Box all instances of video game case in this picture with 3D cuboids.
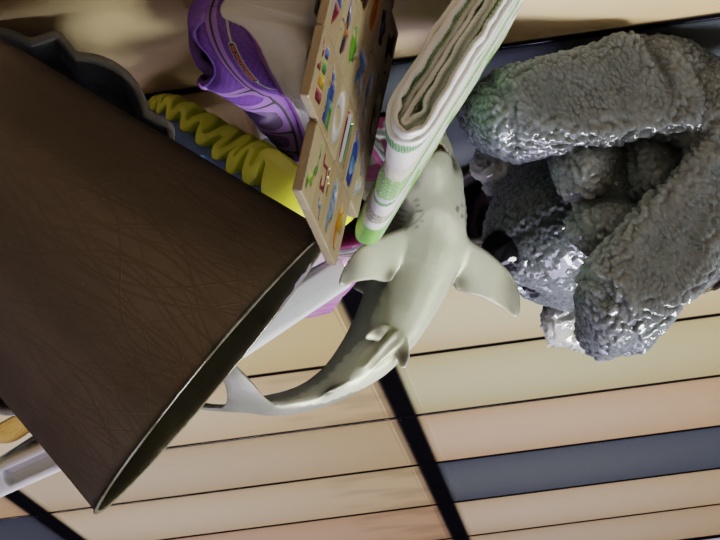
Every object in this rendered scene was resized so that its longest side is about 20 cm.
[{"bbox_3d":[-0.120,0.066,1.631,0.200,0.023,0.182,-33,-176,-32],"label":"video game case"}]

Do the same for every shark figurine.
[{"bbox_3d":[-0.003,0.022,1.540,0.128,0.215,0.089,43,169,-25],"label":"shark figurine"}]

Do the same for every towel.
[{"bbox_3d":[0.042,-0.099,1.385,0.031,0.150,0.200,32,165,2],"label":"towel"}]

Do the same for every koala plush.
[{"bbox_3d":[0.138,-0.035,1.586,0.183,0.178,0.200,-26,172,-28],"label":"koala plush"}]

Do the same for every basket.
[{"bbox_3d":[-0.147,-0.013,1.336,0.200,0.181,0.136,39,164,4],"label":"basket"}]

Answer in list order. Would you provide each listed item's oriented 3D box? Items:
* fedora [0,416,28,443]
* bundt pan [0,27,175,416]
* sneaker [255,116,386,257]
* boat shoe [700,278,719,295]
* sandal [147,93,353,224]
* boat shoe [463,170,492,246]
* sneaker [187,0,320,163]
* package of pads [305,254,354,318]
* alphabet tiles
[{"bbox_3d":[-0.154,0.023,1.605,0.200,0.082,0.201,-32,-179,1],"label":"fedora"},{"bbox_3d":[-0.183,-0.024,1.440,0.201,0.203,0.076,-7,177,1],"label":"bundt pan"},{"bbox_3d":[-0.008,-0.047,1.621,0.081,0.089,0.200,-13,164,22],"label":"sneaker"},{"bbox_3d":[0.220,-0.020,1.691,0.066,0.072,0.201,4,157,-11],"label":"boat shoe"},{"bbox_3d":[-0.083,-0.038,1.503,0.079,0.087,0.200,33,179,-30],"label":"sandal"},{"bbox_3d":[0.108,-0.046,1.723,0.057,0.067,0.200,-3,169,-31],"label":"boat shoe"},{"bbox_3d":[-0.046,-0.110,1.439,0.083,0.081,0.200,13,165,10],"label":"sneaker"},{"bbox_3d":[-0.106,-0.010,1.744,0.199,0.076,0.121,-3,166,-13],"label":"package of pads"},{"bbox_3d":[-0.004,-0.098,1.287,0.006,0.167,0.200,10,167,9],"label":"alphabet tiles"}]
